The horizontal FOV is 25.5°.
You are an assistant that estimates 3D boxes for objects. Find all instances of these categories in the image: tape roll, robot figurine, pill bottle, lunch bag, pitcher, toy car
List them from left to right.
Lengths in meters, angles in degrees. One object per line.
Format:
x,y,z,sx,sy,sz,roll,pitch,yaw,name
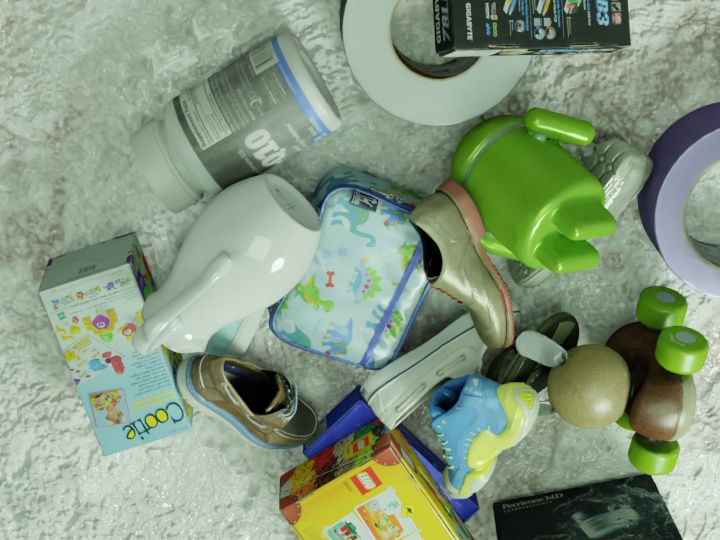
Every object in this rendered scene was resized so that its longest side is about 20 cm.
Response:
-0.140,0.003,1.599,0.121,0.172,0.200,46,108,0,pitcher
-0.130,-0.148,1.634,0.199,0.114,0.114,-30,110,8,pill bottle
0.000,0.000,1.718,0.160,0.083,0.201,22,109,-16,lunch bag
0.078,-0.254,1.634,0.199,0.066,0.202,-1,110,-3,tape roll
0.172,-0.082,1.647,0.115,0.200,0.176,-10,134,-40,robot figurine
0.255,0.116,1.730,0.198,0.158,0.165,4,120,-9,toy car
0.404,-0.075,1.713,0.198,0.085,0.201,-1,111,-3,tape roll

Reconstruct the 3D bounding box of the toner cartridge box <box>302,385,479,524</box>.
0.035,0.233,1.826,0.095,0.043,0.200,-42,107,13,toner cartridge box

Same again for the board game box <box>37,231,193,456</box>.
-0.259,0.079,1.716,0.104,0.103,0.201,-17,110,2,board game box

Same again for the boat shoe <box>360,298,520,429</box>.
0.099,0.105,1.742,0.199,0.071,0.070,-31,72,-10,boat shoe

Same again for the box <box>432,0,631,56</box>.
0.165,-0.313,1.564,0.197,0.050,0.202,-5,91,-23,box

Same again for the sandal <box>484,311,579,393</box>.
0.168,0.118,1.781,0.079,0.057,0.201,8,128,-44,sandal

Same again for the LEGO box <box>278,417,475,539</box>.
0.023,0.286,1.781,0.148,0.077,0.201,-31,109,9,LEGO box

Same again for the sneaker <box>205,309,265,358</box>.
-0.134,0.005,1.714,0.081,0.074,0.201,19,107,-14,sneaker

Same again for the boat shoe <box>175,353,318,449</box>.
-0.107,0.144,1.728,0.072,0.073,0.199,-16,150,38,boat shoe

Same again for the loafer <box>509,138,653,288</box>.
0.239,-0.054,1.718,0.070,0.070,0.200,18,124,-41,loafer

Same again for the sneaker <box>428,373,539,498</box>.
0.111,0.169,1.720,0.105,0.076,0.200,26,135,-7,sneaker

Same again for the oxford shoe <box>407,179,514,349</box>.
0.101,0.006,1.663,0.075,0.070,0.201,-33,115,-19,oxford shoe

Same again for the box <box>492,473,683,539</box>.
0.263,0.341,1.797,0.195,0.200,0.118,-11,112,0,box
